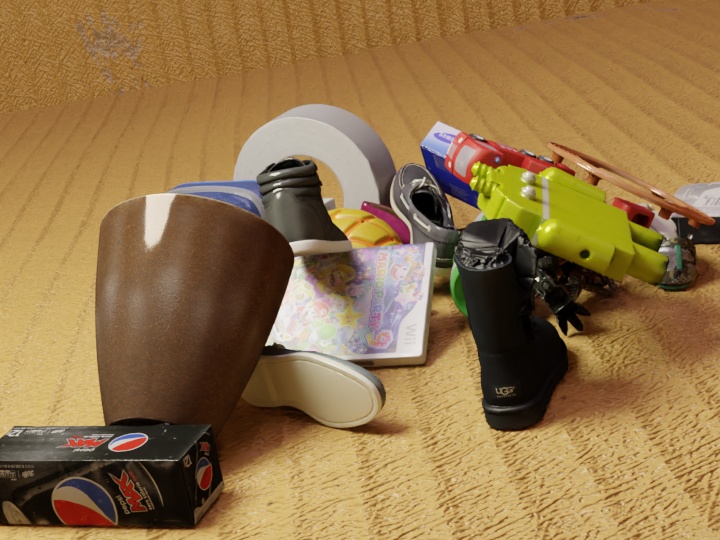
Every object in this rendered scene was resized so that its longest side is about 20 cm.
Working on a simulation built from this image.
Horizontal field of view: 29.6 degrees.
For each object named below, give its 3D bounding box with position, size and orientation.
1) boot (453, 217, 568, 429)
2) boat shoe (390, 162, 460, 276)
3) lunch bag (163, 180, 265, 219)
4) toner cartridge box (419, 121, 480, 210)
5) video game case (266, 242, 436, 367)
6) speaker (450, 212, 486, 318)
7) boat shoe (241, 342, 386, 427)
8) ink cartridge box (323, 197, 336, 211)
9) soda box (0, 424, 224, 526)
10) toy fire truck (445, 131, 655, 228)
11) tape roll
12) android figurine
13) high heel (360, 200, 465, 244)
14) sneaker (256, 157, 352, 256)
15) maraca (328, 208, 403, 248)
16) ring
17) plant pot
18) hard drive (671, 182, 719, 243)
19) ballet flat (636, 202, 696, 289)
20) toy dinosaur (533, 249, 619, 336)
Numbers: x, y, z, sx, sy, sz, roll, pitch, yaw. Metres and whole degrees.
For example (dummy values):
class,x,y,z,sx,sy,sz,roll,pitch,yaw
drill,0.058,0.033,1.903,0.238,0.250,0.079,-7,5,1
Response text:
class,x,y,z,sx,sy,sz,roll,pitch,yaw
boot,0.139,0.029,1.242,0.076,0.168,0.200,-5,18,16
boat shoe,0.082,-0.075,1.583,0.073,0.063,0.200,6,36,-13
lunch bag,-0.192,-0.033,1.663,0.200,0.136,0.132,2,21,36
toner cartridge box,0.170,-0.101,1.629,0.200,0.095,0.043,28,69,24
video game case,-0.024,0.038,1.422,0.200,0.018,0.143,-4,53,17
speaker,0.151,-0.011,1.498,0.088,0.089,0.200,-5,18,15
boat shoe,-0.041,0.098,1.283,0.062,0.073,0.200,-29,21,-38
ink cartridge box,-0.085,-0.010,1.596,0.039,0.100,0.200,0,19,30
soda box,-0.222,0.173,1.157,0.200,0.063,0.071,-3,19,21
toy fire truck,0.201,-0.086,1.473,0.200,0.049,0.141,15,17,-23
tape roll,-0.056,-0.103,1.703,0.200,0.201,0.066,-1,20,25
android figurine,0.195,-0.050,1.295,0.200,0.041,0.182,25,23,-1
high heel,0.098,-0.053,1.637,0.200,0.096,0.067,-13,18,-12
sneaker,-0.055,-0.064,1.389,0.071,0.099,0.200,-8,-1,9
maraca,0.000,0.000,1.521,0.137,0.107,0.200,-3,34,-26
ring,0.293,-0.091,1.491,0.200,0.019,0.200,25,12,-6
plant pot,-0.165,0.064,1.248,0.187,0.187,0.200,-4,59,18
hard drive,0.462,-0.071,1.600,0.200,0.038,0.140,-1,19,28
ballet flat,0.322,-0.038,1.522,0.072,0.072,0.200,-12,17,-7
toy dinosaur,0.198,-0.013,1.398,0.200,0.102,0.136,7,28,-29
